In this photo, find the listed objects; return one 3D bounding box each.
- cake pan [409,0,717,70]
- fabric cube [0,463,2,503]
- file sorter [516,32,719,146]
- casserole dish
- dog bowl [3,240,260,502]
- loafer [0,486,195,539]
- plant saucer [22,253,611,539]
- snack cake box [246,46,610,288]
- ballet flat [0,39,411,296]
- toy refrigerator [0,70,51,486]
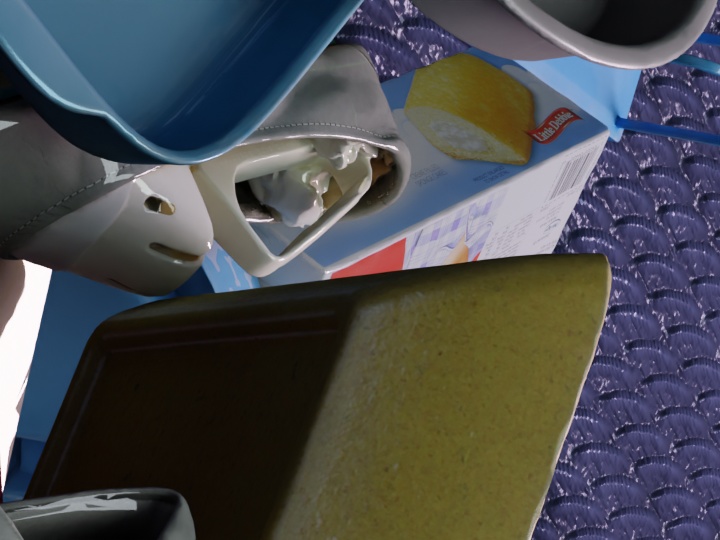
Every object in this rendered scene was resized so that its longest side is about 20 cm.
[{"bbox_3d":[0.037,-0.147,0.676,0.200,0.037,0.202,28,52,-42],"label":"cake pan"},{"bbox_3d":[-0.212,0.081,0.495,0.199,0.198,0.198,-23,119,-50],"label":"fabric cube"},{"bbox_3d":[0.152,-0.163,1.022,0.139,0.122,0.202,27,79,-55],"label":"file sorter"},{"bbox_3d":[-0.051,-0.107,0.623,0.121,0.039,0.200,52,46,-18],"label":"casserole dish"},{"bbox_3d":[-0.082,0.060,0.768,0.050,0.111,0.202,-36,130,-62],"label":"dog bowl"},{"bbox_3d":[-0.093,0.067,0.428,0.200,0.069,0.070,9,99,-66],"label":"loafer"},{"bbox_3d":[-0.043,0.082,0.577,0.048,0.199,0.201,29,71,-26],"label":"plant saucer"},{"bbox_3d":[0.000,0.000,0.859,0.200,0.067,0.116,-27,148,-53],"label":"snack cake box"},{"bbox_3d":[-0.050,-0.026,0.670,0.199,0.067,0.064,-17,77,-53],"label":"ballet flat"},{"bbox_3d":[-0.139,-0.008,0.684,0.070,0.075,0.202,13,91,-56],"label":"toy refrigerator"}]
